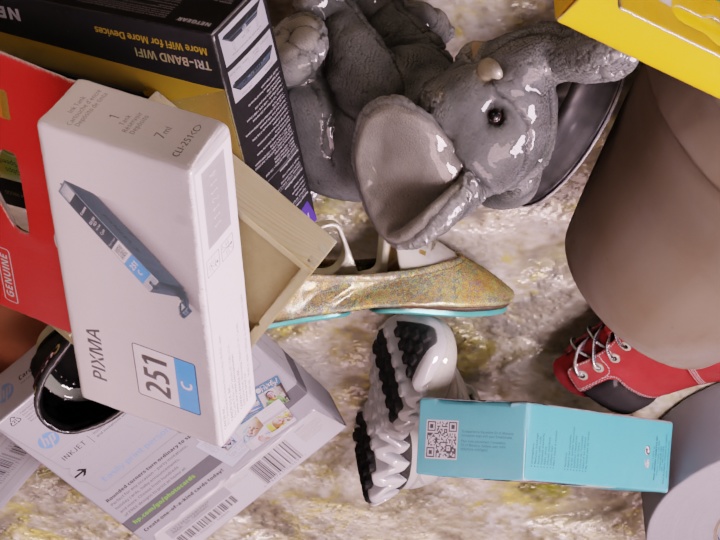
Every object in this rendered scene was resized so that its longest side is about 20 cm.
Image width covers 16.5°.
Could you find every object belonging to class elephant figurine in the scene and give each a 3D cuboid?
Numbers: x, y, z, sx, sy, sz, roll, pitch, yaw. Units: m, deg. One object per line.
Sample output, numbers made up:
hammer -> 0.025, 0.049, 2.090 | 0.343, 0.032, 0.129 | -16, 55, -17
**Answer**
elephant figurine -> 0.045, -0.076, 1.331 | 0.199, 0.142, 0.155 | 32, 161, 31

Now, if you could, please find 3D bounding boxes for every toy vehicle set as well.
toy vehicle set -> -0.105, 0.000, 1.355 | 0.124, 0.027, 0.200 | 40, 142, -1

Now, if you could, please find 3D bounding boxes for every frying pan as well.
frying pan -> 0.103, -0.094, 1.438 | 0.031, 0.116, 0.190 | 29, 177, -18

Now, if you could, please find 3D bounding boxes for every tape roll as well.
tape roll -> 0.295, 0.155, 1.728 | 0.199, 0.067, 0.201 | -1, 139, -1

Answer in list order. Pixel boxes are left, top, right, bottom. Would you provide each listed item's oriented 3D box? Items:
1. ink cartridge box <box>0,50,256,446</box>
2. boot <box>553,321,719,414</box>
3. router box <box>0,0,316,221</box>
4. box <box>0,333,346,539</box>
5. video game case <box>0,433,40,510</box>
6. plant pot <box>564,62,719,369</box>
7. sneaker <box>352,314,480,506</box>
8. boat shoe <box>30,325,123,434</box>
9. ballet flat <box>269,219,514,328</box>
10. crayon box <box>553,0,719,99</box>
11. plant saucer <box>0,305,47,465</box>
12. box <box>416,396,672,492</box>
ink cartridge box -> -0.145, -0.014, 1.317 | 0.175, 0.045, 0.201 | 19, 137, 22
boot -> 0.169, 0.025, 1.573 | 0.143, 0.073, 0.200 | -20, 140, 23
router box -> -0.131, -0.094, 1.351 | 0.199, 0.052, 0.158 | 13, 135, 31
box -> -0.125, 0.090, 1.617 | 0.156, 0.041, 0.200 | -39, 134, 8
video game case -> -0.321, 0.126, 1.659 | 0.181, 0.023, 0.200 | 21, 136, -24
plant pot -> 0.207, -0.043, 1.381 | 0.199, 0.201, 0.174 | 22, 129, -25
sneaker -> 0.046, 0.087, 1.644 | 0.080, 0.076, 0.200 | -4, 151, -11
boat shoe -> -0.120, 0.025, 1.472 | 0.074, 0.063, 0.201 | 37, 118, -28
ballet flat -> 0.000, 0.000, 1.545 | 0.198, 0.071, 0.071 | -3, 140, -9
crayon box -> 0.157, -0.164, 1.248 | 0.125, 0.201, 0.052 | 22, 135, -25
plant saucer -> -0.258, 0.061, 1.630 | 0.198, 0.038, 0.201 | 0, 139, 0
box -> 0.123, 0.114, 1.608 | 0.082, 0.050, 0.199 | 1, 174, 34
